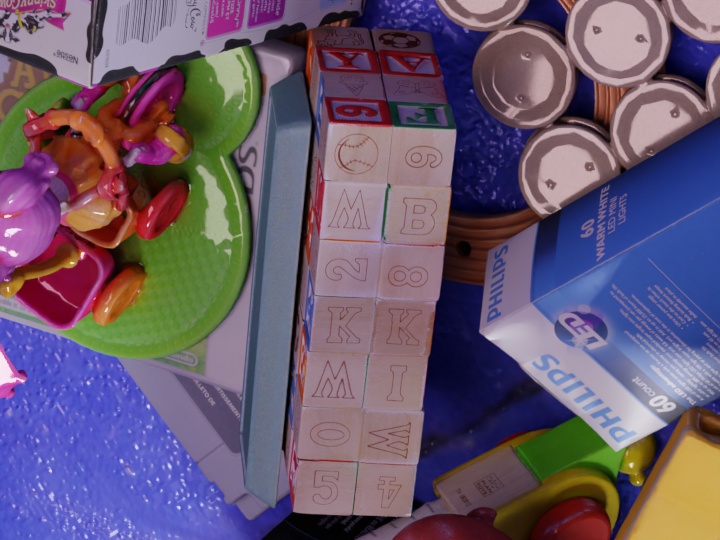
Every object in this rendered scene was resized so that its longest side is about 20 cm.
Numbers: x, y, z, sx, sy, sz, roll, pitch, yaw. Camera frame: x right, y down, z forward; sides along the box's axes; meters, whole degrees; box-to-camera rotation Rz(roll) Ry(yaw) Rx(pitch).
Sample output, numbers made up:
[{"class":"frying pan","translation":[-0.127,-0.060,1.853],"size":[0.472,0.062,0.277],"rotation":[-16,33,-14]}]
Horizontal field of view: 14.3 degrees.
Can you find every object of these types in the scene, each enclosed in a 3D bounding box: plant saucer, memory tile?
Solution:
[{"class":"plant saucer","translation":[-0.042,0.010,1.365],"size":[0.019,0.070,0.201],"rotation":[2,114,-6]},{"class":"memory tile","translation":[0.139,-0.118,1.294],"size":[0.199,0.017,0.154],"rotation":[-23,100,23]}]

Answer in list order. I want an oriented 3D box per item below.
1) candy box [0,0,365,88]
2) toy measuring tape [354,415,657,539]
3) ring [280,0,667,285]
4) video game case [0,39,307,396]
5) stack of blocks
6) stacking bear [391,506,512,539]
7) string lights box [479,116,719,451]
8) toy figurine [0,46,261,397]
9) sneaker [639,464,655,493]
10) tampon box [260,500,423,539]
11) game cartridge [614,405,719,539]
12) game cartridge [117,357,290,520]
[{"class":"candy box","translation":[-0.105,-0.145,1.306],"size":[0.136,0.200,0.061],"rotation":[22,116,32]},{"class":"toy measuring tape","translation":[0.056,0.129,1.376],"size":[0.199,0.074,0.074],"rotation":[-26,98,-11]},{"class":"ring","translation":[0.054,-0.090,1.366],"size":[0.199,0.019,0.202],"rotation":[10,113,24]},{"class":"video game case","translation":[-0.127,-0.047,1.430],"size":[0.199,0.022,0.183],"rotation":[17,115,21]},{"class":"stack of blocks","translation":[0.000,0.000,1.341],"size":[0.058,0.115,0.201],"rotation":[3,116,-7]},{"class":"stacking bear","translation":[0.013,0.199,1.275],"size":[0.113,0.121,0.201],"rotation":[31,105,6]},{"class":"string lights box","translation":[0.162,-0.004,1.295],"size":[0.200,0.059,0.103],"rotation":[-30,123,32]},{"class":"toy figurine","translation":[-0.145,-0.019,1.330],"size":[0.150,0.184,0.200],"rotation":[37,119,9]},{"class":"sneaker","translation":[0.206,0.108,1.308],"size":[0.199,0.114,0.077],"rotation":[-6,104,30]},{"class":"tampon box","translation":[0.028,0.218,1.414],"size":[0.199,0.150,0.127],"rotation":[28,117,15]},{"class":"game cartridge","translation":[0.177,0.177,1.250],"size":[0.176,0.032,0.201],"rotation":[25,117,-2]},{"class":"game cartridge","translation":[-0.070,0.015,1.458],"size":[0.133,0.042,0.200],"rotation":[-36,90,28]}]
